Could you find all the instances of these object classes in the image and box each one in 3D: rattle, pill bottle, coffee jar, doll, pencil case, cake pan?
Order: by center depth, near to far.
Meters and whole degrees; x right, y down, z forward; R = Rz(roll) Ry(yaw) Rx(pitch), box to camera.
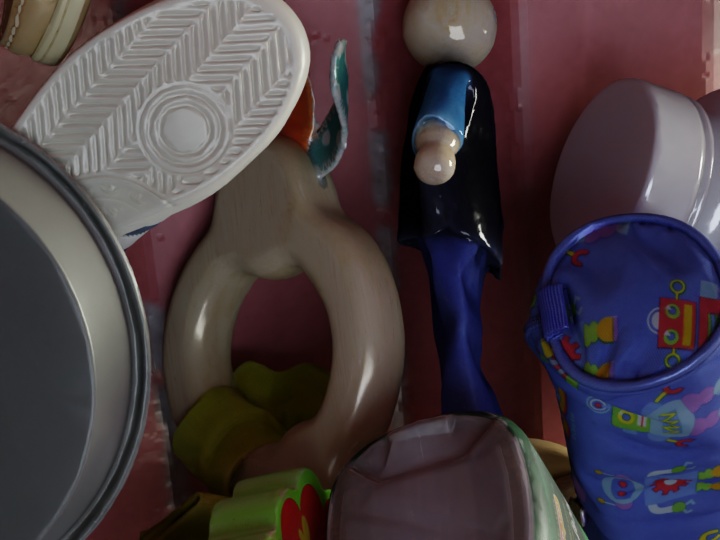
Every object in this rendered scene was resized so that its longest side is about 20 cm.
[{"bbox_3d":[-0.178,0.036,0.666,0.200,0.037,0.201,1,100,4],"label":"cake pan"},{"bbox_3d":[0.063,0.149,0.698,0.085,0.104,0.200,-18,136,16],"label":"coffee jar"},{"bbox_3d":[0.039,-0.020,0.745,0.048,0.136,0.201,-5,83,4],"label":"doll"},{"bbox_3d":[0.119,0.061,0.757,0.087,0.078,0.200,-12,144,6],"label":"pencil case"},{"bbox_3d":[0.000,0.000,0.774,0.143,0.130,0.201,6,84,-30],"label":"rattle"},{"bbox_3d":[0.188,-0.016,0.796,0.199,0.111,0.111,16,107,-22],"label":"pill bottle"}]

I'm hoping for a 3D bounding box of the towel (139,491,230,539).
[{"bbox_3d":[0.009,0.131,0.782,0.199,0.018,0.086,18,148,-19],"label":"towel"}]

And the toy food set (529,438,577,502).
[{"bbox_3d":[0.108,0.179,0.892,0.199,0.049,0.199,7,110,-20],"label":"toy food set"}]

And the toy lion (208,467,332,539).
[{"bbox_3d":[-0.008,0.169,0.689,0.068,0.200,0.192,-13,87,15],"label":"toy lion"}]

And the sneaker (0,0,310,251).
[{"bbox_3d":[-0.103,-0.041,0.709,0.200,0.085,0.075,-36,97,9],"label":"sneaker"}]

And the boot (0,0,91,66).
[{"bbox_3d":[-0.159,-0.177,0.643,0.155,0.073,0.201,3,110,-18],"label":"boot"}]
